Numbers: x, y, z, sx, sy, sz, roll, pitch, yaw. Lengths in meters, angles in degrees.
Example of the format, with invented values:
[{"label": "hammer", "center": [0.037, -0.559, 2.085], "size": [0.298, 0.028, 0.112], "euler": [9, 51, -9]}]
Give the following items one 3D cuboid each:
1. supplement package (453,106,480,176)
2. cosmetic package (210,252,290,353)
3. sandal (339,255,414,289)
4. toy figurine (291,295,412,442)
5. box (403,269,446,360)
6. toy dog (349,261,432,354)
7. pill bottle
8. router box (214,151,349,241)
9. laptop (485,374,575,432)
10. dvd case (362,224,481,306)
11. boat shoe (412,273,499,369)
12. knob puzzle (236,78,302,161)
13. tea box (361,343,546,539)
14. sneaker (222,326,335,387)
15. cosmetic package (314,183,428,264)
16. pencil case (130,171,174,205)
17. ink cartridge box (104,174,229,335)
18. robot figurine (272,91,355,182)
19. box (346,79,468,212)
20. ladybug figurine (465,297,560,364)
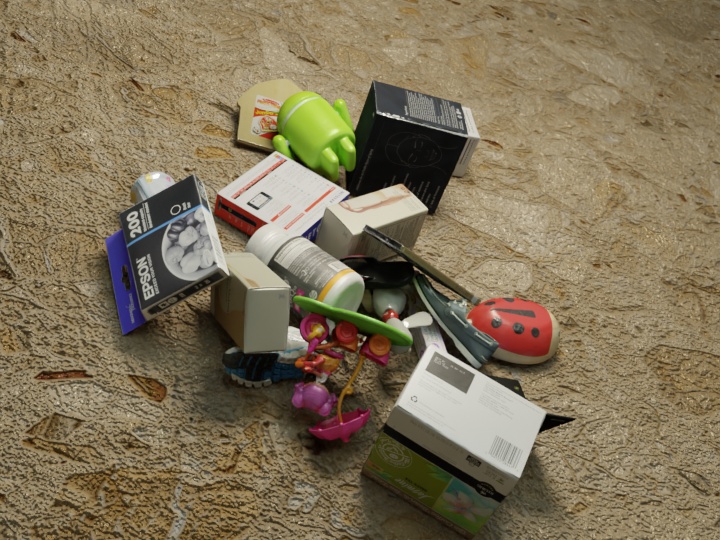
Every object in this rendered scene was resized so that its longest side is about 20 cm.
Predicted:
[{"label": "supplement package", "center": [0.142, -0.294, 2.004], "size": [0.196, 0.111, 0.115], "euler": [8, 43, -17]}, {"label": "cosmetic package", "center": [-0.175, 0.047, 1.437], "size": [0.070, 0.108, 0.200], "euler": [-1, 15, -24]}, {"label": "sandal", "center": [0.000, 0.000, 1.599], "size": [0.196, 0.045, 0.076], "euler": [-5, 43, 30]}, {"label": "toy figurine", "center": [-0.040, 0.160, 1.402], "size": [0.197, 0.150, 0.187], "euler": [22, 78, -7]}, {"label": "box", "center": [0.106, 0.082, 1.648], "size": [0.041, 0.039, 0.202], "euler": [5, 45, -21]}, {"label": "toy dog", "center": [0.058, 0.083, 1.586], "size": [0.097, 0.130, 0.202], "euler": [52, 34, -34]}, {"label": "pill bottle", "center": [-0.099, 0.011, 1.558], "size": [0.198, 0.118, 0.116], "euler": [33, 40, 25]}, {"label": "router box", "center": [-0.145, -0.126, 1.725], "size": [0.178, 0.049, 0.200], "euler": [30, 41, 15]}, {"label": "laptop", "center": [0.225, 0.199, 1.508], "size": [0.174, 0.105, 0.201], "euler": [12, 32, -16]}, {"label": "dvd case", "center": [0.106, -0.009, 1.618], "size": [0.198, 0.016, 0.148], "euler": [33, 0, -31]}, {"label": "boat shoe", "center": [0.165, 0.076, 1.609], "size": [0.201, 0.061, 0.073], "euler": [52, 9, -6]}, {"label": "knob puzzle", "center": [-0.165, -0.316, 1.925], "size": [0.215, 0.031, 0.223], "euler": [12, 55, -17]}, {"label": "tea box", "center": [0.133, 0.253, 1.355], "size": [0.198, 0.198, 0.134], "euler": [29, 48, 8]}, {"label": "sneaker", "center": [-0.136, 0.128, 1.469], "size": [0.197, 0.076, 0.087], "euler": [1, 39, -36]}, {"label": "cosmetic package", "center": [0.021, -0.079, 1.729], "size": [0.198, 0.105, 0.087], "euler": [-20, 54, -41]}, {"label": "pencil case", "center": [-0.327, -0.076, 1.568], "size": [0.090, 0.083, 0.202], "euler": [22, 31, -48]}, {"label": "ink cartridge box", "center": [-0.317, -0.028, 1.455], "size": [0.197, 0.043, 0.200], "euler": [-28, 56, 8]}, {"label": "robot figurine", "center": [-0.088, -0.272, 1.830], "size": [0.174, 0.116, 0.201], "euler": [-34, 66, -16]}, {"label": "box", "center": [0.088, -0.246, 1.860], "size": [0.193, 0.202, 0.125], "euler": [11, 41, -15]}, {"label": "ladybug figurine", "center": [0.282, 0.102, 1.687], "size": [0.196, 0.073, 0.137], "euler": [4, 45, -21]}]
